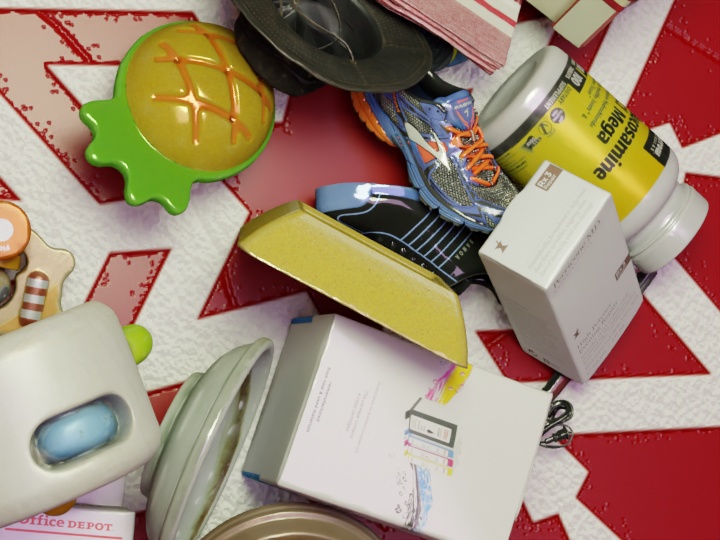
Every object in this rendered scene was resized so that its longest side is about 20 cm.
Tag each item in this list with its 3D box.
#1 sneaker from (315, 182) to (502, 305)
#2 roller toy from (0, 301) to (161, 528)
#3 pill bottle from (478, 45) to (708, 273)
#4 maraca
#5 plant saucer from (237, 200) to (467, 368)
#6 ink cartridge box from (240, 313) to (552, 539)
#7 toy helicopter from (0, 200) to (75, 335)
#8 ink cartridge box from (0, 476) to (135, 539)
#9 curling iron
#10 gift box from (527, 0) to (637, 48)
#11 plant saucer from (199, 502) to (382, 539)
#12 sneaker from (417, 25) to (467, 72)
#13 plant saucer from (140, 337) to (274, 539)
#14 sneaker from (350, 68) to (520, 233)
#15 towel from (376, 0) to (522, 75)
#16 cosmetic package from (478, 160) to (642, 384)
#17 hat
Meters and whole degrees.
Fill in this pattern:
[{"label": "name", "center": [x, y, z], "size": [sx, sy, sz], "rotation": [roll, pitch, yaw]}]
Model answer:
[{"label": "sneaker", "center": [0.053, -0.023, 1.538], "size": [0.199, 0.070, 0.078], "rotation": [11, 78, -16]}, {"label": "roller toy", "center": [-0.249, 0.116, 1.328], "size": [0.199, 0.182, 0.140], "rotation": [-21, 92, 8]}, {"label": "pill bottle", "center": [0.203, -0.092, 1.562], "size": [0.200, 0.112, 0.113], "rotation": [40, 77, -11]}, {"label": "maraca", "center": [-0.145, -0.127, 1.453], "size": [0.137, 0.107, 0.200], "rotation": [45, 50, -4]}, {"label": "plant saucer", "center": [0.000, 0.000, 1.441], "size": [0.199, 0.200, 0.049], "rotation": [28, 94, -5]}, {"label": "ink cartridge box", "center": [0.028, 0.136, 1.481], "size": [0.199, 0.147, 0.145], "rotation": [21, 81, -14]}, {"label": "toy helicopter", "center": [-0.266, 0.044, 1.440], "size": [0.200, 0.079, 0.132], "rotation": [41, 82, -10]}, {"label": "ink cartridge box", "center": [-0.246, 0.245, 1.437], "size": [0.115, 0.068, 0.201], "rotation": [7, 84, -15]}, {"label": "curling iron", "center": [0.207, 0.077, 1.596], "size": [0.049, 0.026, 0.200], "rotation": [28, 72, 25]}, {"label": "gift box", "center": [0.212, -0.331, 1.527], "size": [0.187, 0.185, 0.200], "rotation": [38, 55, -9]}, {"label": "plant saucer", "center": [-0.059, 0.282, 1.442], "size": [0.199, 0.029, 0.201], "rotation": [-4, 111, -10]}, {"label": "sneaker", "center": [0.037, -0.266, 1.559], "size": [0.078, 0.066, 0.200], "rotation": [-36, 90, -43]}, {"label": "plant saucer", "center": [-0.130, 0.138, 1.419], "size": [0.050, 0.200, 0.201], "rotation": [23, 80, 6]}, {"label": "sneaker", "center": [0.072, -0.111, 1.504], "size": [0.200, 0.079, 0.075], "rotation": [48, 39, 14]}, {"label": "towel", "center": [0.081, -0.274, 1.538], "size": [0.144, 0.023, 0.200], "rotation": [32, 50, -17]}, {"label": "cosmetic package", "center": [0.172, 0.006, 1.506], "size": [0.074, 0.200, 0.102], "rotation": [30, 77, 26]}, {"label": "hat", "center": [-0.042, -0.190, 1.463], "size": [0.200, 0.081, 0.201], "rotation": [23, 37, -19]}]
